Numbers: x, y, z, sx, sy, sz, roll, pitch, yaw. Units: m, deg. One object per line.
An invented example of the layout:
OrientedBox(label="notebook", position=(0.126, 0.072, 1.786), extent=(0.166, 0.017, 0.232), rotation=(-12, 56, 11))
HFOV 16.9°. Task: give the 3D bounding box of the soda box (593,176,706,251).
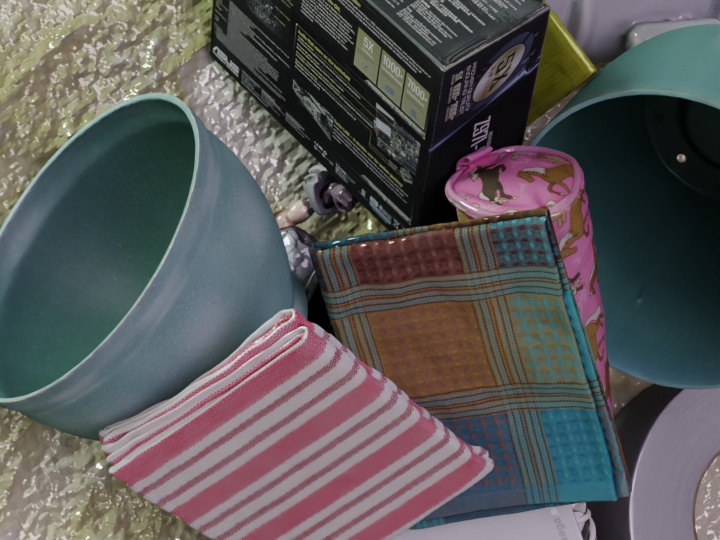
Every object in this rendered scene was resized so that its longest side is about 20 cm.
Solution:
OrientedBox(label="soda box", position=(0.177, -0.019, 1.592), extent=(0.199, 0.068, 0.064), rotation=(-17, 91, -25))

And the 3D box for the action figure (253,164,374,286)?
OrientedBox(label="action figure", position=(0.000, 0.000, 1.498), extent=(0.198, 0.069, 0.131), rotation=(1, 101, -8))

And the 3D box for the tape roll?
OrientedBox(label="tape roll", position=(0.247, 0.164, 1.604), extent=(0.199, 0.066, 0.202), rotation=(3, 82, -24))

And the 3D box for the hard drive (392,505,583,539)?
OrientedBox(label="hard drive", position=(0.046, 0.205, 1.484), extent=(0.198, 0.026, 0.133), rotation=(-20, 93, 3))

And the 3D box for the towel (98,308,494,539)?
OrientedBox(label="towel", position=(-0.033, 0.103, 1.359), extent=(0.200, 0.146, 0.030), rotation=(38, 27, -43))

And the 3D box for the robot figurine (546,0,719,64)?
OrientedBox(label="robot figurine", position=(0.171, -0.196, 1.584), extent=(0.199, 0.113, 0.170), rotation=(-14, 55, -26))

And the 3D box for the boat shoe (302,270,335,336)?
OrientedBox(label="boat shoe", position=(-0.028, 0.089, 1.438), extent=(0.071, 0.068, 0.202), rotation=(17, 95, 8))

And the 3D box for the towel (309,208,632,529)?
OrientedBox(label="towel", position=(0.063, 0.061, 1.386), extent=(0.022, 0.145, 0.201), rotation=(-74, 151, -55))

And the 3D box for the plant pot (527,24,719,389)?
OrientedBox(label="plant pot", position=(0.208, -0.056, 1.470), extent=(0.201, 0.200, 0.161), rotation=(49, 38, -11))

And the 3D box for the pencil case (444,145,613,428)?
OrientedBox(label="pencil case", position=(0.100, 0.024, 1.417), extent=(0.086, 0.083, 0.201), rotation=(-1, 124, 11))

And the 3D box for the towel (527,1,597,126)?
OrientedBox(label="towel", position=(0.055, -0.178, 1.465), extent=(0.201, 0.086, 0.018), rotation=(54, 41, 1))

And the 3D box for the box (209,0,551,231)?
OrientedBox(label="box", position=(0.006, -0.141, 1.431), extent=(0.086, 0.164, 0.200), rotation=(-32, 61, -27))

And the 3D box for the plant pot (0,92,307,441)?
OrientedBox(label="plant pot", position=(-0.116, 0.019, 1.398), extent=(0.134, 0.200, 0.201), rotation=(37, 70, -32))

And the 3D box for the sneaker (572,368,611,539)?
OrientedBox(label="sneaker", position=(0.125, 0.130, 1.553), extent=(0.115, 0.076, 0.201), rotation=(38, 84, -24))
